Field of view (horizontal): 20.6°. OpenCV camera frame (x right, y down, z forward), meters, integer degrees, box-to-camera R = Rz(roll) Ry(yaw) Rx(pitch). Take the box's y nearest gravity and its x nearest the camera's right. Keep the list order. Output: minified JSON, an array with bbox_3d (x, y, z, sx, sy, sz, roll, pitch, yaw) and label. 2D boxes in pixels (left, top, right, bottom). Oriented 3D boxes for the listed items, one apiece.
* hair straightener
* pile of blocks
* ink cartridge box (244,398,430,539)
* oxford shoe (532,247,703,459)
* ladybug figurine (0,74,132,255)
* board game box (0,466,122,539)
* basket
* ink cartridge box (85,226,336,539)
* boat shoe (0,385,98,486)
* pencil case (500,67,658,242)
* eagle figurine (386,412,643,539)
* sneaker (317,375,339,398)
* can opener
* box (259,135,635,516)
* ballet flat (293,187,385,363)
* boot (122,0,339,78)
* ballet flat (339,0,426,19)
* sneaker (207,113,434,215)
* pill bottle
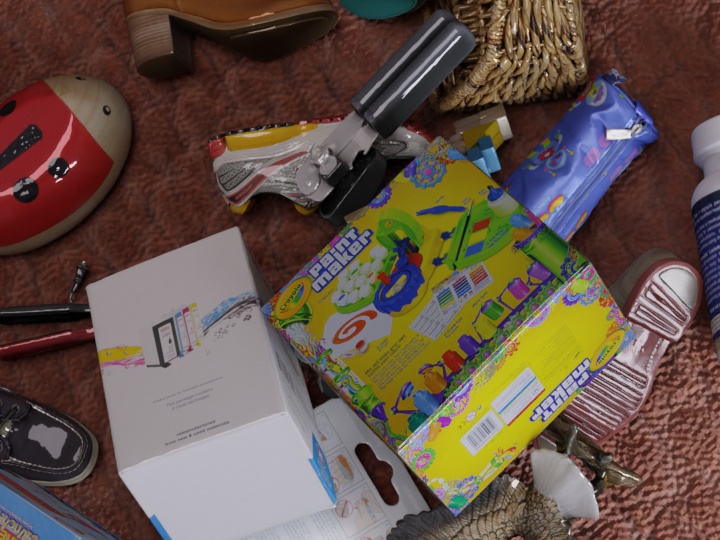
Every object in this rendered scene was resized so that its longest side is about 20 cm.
[{"bbox_3d":[-0.239,0.025,1.755,0.199,0.041,0.077,-13,74,9],"label":"hair straightener"},{"bbox_3d":[0.074,-0.058,1.666,0.082,0.062,0.200,16,49,46],"label":"pile of blocks"},{"bbox_3d":[-0.050,0.216,1.670,0.199,0.047,0.161,-29,71,-8],"label":"ink cartridge box"},{"bbox_3d":[0.209,0.070,1.641,0.070,0.075,0.200,35,99,-18],"label":"oxford shoe"},{"bbox_3d":[-0.296,-0.099,1.783,0.200,0.072,0.136,-45,72,-1],"label":"ladybug figurine"},{"bbox_3d":[-0.255,0.219,1.605,0.199,0.196,0.056,27,83,32],"label":"board game box"},{"bbox_3d":[0.112,-0.250,1.695,0.148,0.143,0.201,-6,74,10],"label":"basket"},{"bbox_3d":[-0.124,0.100,1.623,0.144,0.148,0.201,-20,50,4],"label":"ink cartridge box"},{"bbox_3d":[-0.326,0.134,1.733,0.199,0.065,0.072,21,80,16],"label":"boat shoe"},{"bbox_3d":[0.170,-0.073,1.667,0.078,0.087,0.200,41,88,-21],"label":"pencil case"},{"bbox_3d":[0.129,0.215,1.571,0.200,0.151,0.152,-50,32,1],"label":"eagle figurine"},{"bbox_3d":[0.063,0.081,1.654,0.199,0.075,0.080,-17,78,4],"label":"sneaker"},{"bbox_3d":[0.022,-0.131,1.664,0.200,0.066,0.053,-50,41,7],"label":"can opener"},{"bbox_3d":[0.067,0.040,1.529,0.200,0.122,0.193,-44,51,-3],"label":"box"},{"bbox_3d":[0.000,0.000,1.693,0.067,0.062,0.200,35,59,10],"label":"ballet flat"},{"bbox_3d":[-0.123,-0.268,1.791,0.199,0.074,0.156,-9,70,7],"label":"boot"},{"bbox_3d":[0.045,-0.268,1.709,0.070,0.200,0.071,3,82,-24],"label":"ballet flat"},{"bbox_3d":[-0.030,-0.093,1.732,0.199,0.078,0.083,-8,95,10],"label":"sneaker"},{"bbox_3d":[0.330,-0.024,1.602,0.115,0.116,0.201,-10,74,10],"label":"pill bottle"}]
